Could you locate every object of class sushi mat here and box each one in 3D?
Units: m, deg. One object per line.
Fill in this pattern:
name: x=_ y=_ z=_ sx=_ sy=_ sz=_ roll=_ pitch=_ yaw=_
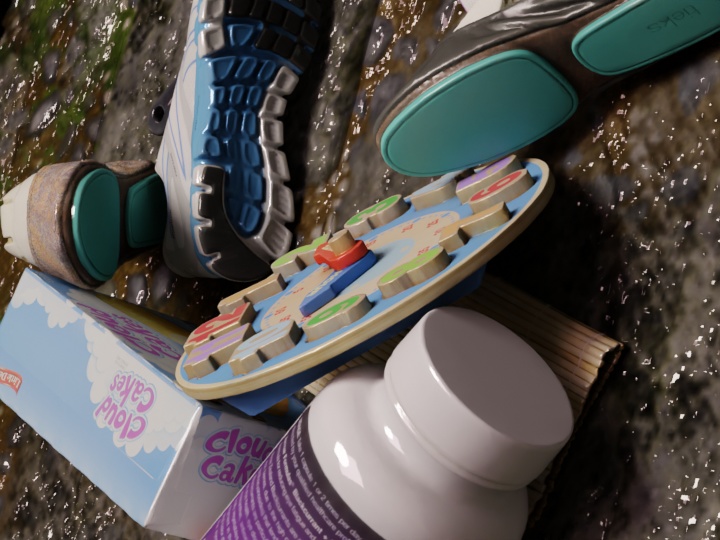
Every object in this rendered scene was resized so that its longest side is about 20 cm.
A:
sushi mat: x=0.043 y=0.045 z=1.287 sx=0.200 sy=0.012 sz=0.096 roll=29 pitch=96 yaw=53

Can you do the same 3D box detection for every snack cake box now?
snack cake box: x=-0.095 y=0.074 z=1.357 sx=0.200 sy=0.115 sz=0.068 roll=32 pitch=99 yaw=52

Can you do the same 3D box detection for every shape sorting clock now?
shape sorting clock: x=0.000 y=0.000 z=1.256 sx=0.199 sy=0.039 sz=0.200 roll=-33 pitch=12 yaw=8

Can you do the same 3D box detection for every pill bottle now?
pill bottle: x=0.005 y=0.113 z=1.204 sx=0.200 sy=0.111 sz=0.112 roll=-52 pitch=39 yaw=29

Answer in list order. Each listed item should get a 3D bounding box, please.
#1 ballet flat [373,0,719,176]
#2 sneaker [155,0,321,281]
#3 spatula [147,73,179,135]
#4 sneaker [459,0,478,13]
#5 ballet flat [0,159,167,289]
ballet flat: x=0.094 y=-0.109 z=1.257 sx=0.199 sy=0.068 sz=0.069 roll=-25 pitch=43 yaw=22
sneaker: x=-0.078 y=-0.089 z=1.457 sx=0.086 sy=0.075 sz=0.201 roll=-13 pitch=65 yaw=56
spatula: x=-0.060 y=-0.151 z=1.507 sx=0.200 sy=0.020 sz=0.057 roll=-53 pitch=56 yaw=23
sneaker: x=0.077 y=-0.219 z=1.308 sx=0.099 sy=0.075 sz=0.201 roll=-16 pitch=89 yaw=38
ballet flat: x=-0.151 y=-0.025 z=1.430 sx=0.067 sy=0.200 sz=0.069 roll=0 pitch=91 yaw=11
